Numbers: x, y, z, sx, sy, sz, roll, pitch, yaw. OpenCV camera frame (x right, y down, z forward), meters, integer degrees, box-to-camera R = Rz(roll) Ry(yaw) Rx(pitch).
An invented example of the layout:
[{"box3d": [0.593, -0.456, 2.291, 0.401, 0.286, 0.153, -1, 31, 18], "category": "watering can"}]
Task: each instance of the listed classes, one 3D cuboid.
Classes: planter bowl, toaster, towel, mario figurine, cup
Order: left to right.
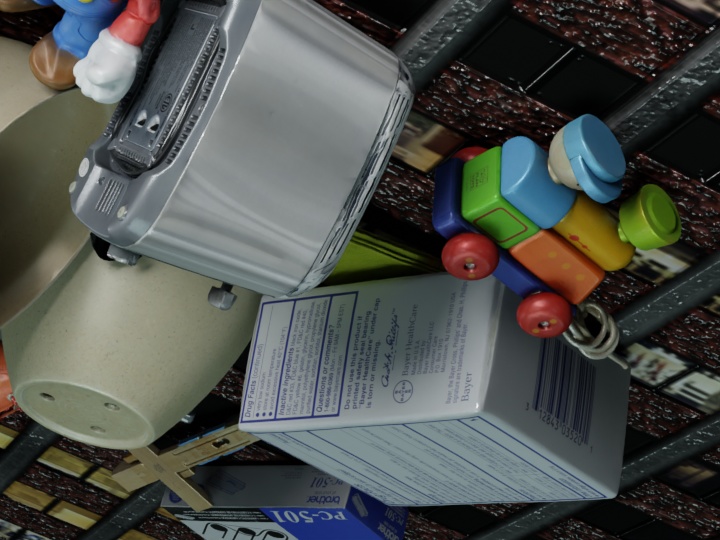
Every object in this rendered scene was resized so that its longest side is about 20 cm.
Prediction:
[{"box3d": [-0.256, -0.066, 1.210, 0.135, 0.200, 0.200, 37, 157, 17], "category": "planter bowl"}, {"box3d": [-0.155, -0.166, 1.040, 0.123, 0.106, 0.200, 27, 152, -14], "category": "mario figurine"}, {"box3d": [-0.170, 0.038, 1.374, 0.200, 0.144, 0.200, 13, 151, 7], "category": "cup"}, {"box3d": [-0.059, -0.081, 1.084, 0.129, 0.200, 0.114, 26, 178, -31], "category": "toaster"}, {"box3d": [0.000, 0.000, 1.313, 0.200, 0.018, 0.086, 21, 152, -28], "category": "towel"}]

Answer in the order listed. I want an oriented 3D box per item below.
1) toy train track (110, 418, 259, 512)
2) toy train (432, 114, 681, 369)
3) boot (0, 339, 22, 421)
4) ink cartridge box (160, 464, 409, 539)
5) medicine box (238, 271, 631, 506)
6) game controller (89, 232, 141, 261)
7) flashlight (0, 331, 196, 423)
[{"box3d": [-0.139, 0.145, 1.671, 0.200, 0.033, 0.115, -24, 119, 43], "category": "toy train track"}, {"box3d": [0.145, -0.013, 1.191, 0.116, 0.085, 0.200, -27, 131, 35], "category": "toy train"}, {"box3d": [-0.286, 0.095, 1.571, 0.199, 0.108, 0.075, 10, 162, 11], "category": "boot"}, {"box3d": [-0.067, 0.208, 1.729, 0.200, 0.044, 0.094, -5, 147, 34], "category": "ink cartridge box"}, {"box3d": [0.052, 0.085, 1.345, 0.200, 0.103, 0.182, -6, 154, 35], "category": "medicine box"}, {"box3d": [-0.108, -0.066, 1.220, 0.104, 0.042, 0.200, -11, 158, -20], "category": "game controller"}, {"box3d": [-0.208, 0.049, 1.503, 0.200, 0.068, 0.068, 24, -176, -6], "category": "flashlight"}]
